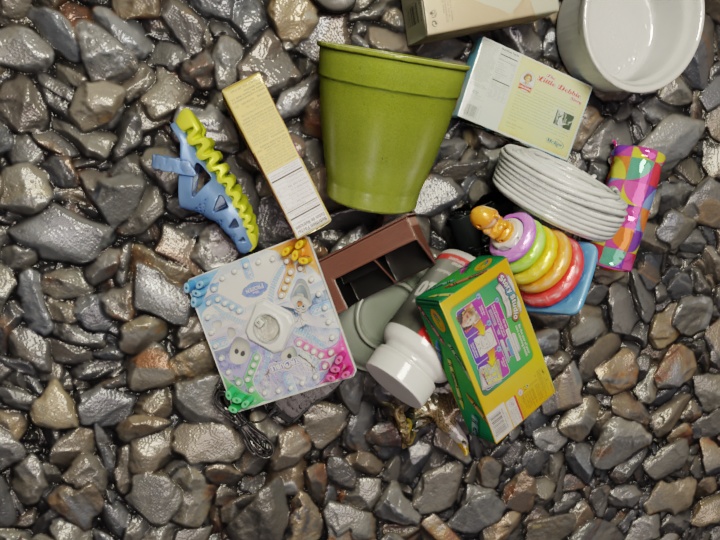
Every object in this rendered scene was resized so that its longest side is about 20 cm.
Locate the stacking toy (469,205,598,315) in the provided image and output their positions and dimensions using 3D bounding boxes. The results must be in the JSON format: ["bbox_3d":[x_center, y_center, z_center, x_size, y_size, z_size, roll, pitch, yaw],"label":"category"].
[{"bbox_3d":[0.209,-0.031,0.759,0.199,0.115,0.111,32,72,-32],"label":"stacking toy"}]

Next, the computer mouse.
[{"bbox_3d":[-0.123,0.163,0.866,0.200,0.046,0.141,-45,95,-2],"label":"computer mouse"}]

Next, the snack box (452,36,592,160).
[{"bbox_3d":[0.243,-0.254,0.873,0.197,0.037,0.118,17,96,-16],"label":"snack box"}]

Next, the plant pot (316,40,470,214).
[{"bbox_3d":[0.029,-0.185,0.769,0.196,0.201,0.197,3,112,-14],"label":"plant pot"}]

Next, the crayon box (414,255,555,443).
[{"bbox_3d":[0.162,0.098,0.740,0.118,0.058,0.203,-29,104,-25],"label":"crayon box"}]

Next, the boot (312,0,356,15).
[{"bbox_3d":[-0.055,-0.429,0.720,0.069,0.132,0.202,-30,105,-6],"label":"boot"}]

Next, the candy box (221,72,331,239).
[{"bbox_3d":[-0.112,-0.149,0.768,0.056,0.117,0.203,-27,106,-6],"label":"candy box"}]

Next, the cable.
[{"bbox_3d":[0.281,-0.114,0.828,0.197,0.200,0.070,26,113,2],"label":"cable"}]

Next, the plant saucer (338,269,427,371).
[{"bbox_3d":[0.038,0.063,0.878,0.196,0.050,0.205,-3,102,-13],"label":"plant saucer"}]

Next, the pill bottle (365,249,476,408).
[{"bbox_3d":[0.103,0.080,0.805,0.114,0.113,0.201,44,71,-17],"label":"pill bottle"}]

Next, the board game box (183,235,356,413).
[{"bbox_3d":[-0.128,0.079,0.794,0.197,0.026,0.203,-19,94,15],"label":"board game box"}]

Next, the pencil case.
[{"bbox_3d":[0.416,-0.099,0.922,0.087,0.088,0.204,13,95,-15],"label":"pencil case"}]

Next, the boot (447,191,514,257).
[{"bbox_3d":[0.240,-0.038,0.891,0.196,0.077,0.171,-14,107,-4],"label":"boot"}]

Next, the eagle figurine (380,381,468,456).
[{"bbox_3d":[0.140,0.199,0.873,0.198,0.152,0.153,-29,106,-8],"label":"eagle figurine"}]

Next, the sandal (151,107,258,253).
[{"bbox_3d":[-0.207,-0.108,0.779,0.086,0.079,0.202,-32,98,-2],"label":"sandal"}]

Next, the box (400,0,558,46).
[{"bbox_3d":[0.163,-0.375,0.803,0.196,0.095,0.079,-14,104,-9],"label":"box"}]

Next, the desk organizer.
[{"bbox_3d":[0.000,0.000,0.801,0.197,0.072,0.078,-26,90,16],"label":"desk organizer"}]

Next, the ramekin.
[{"bbox_3d":[0.389,-0.364,0.856,0.196,0.098,0.205,-3,102,-12],"label":"ramekin"}]
